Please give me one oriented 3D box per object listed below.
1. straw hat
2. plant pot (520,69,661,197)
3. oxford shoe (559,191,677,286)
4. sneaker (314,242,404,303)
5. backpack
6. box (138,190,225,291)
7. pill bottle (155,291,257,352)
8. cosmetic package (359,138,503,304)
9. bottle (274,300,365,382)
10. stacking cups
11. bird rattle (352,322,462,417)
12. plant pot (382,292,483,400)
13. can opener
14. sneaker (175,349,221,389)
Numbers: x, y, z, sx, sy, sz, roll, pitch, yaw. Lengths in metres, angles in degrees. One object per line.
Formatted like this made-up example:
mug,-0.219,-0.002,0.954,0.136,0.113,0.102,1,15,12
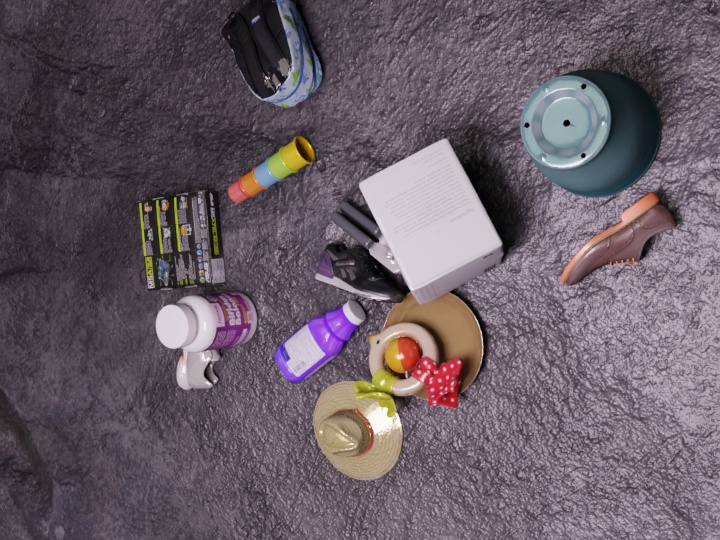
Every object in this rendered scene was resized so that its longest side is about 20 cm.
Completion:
straw hat,-0.028,0.306,1.581,0.200,0.085,0.203,1,92,31
plant pot,0.334,-0.213,1.285,0.199,0.188,0.202,2,94,31
oxford shoe,0.399,-0.032,1.324,0.200,0.071,0.073,-44,76,24
sneaker,0.000,0.000,1.550,0.199,0.076,0.088,19,95,37
backpack,-0.160,-0.409,1.607,0.163,0.153,0.201,-35,53,25
box,-0.381,-0.060,1.798,0.192,0.047,0.201,-6,90,33
pill bottle,-0.303,0.101,1.668,0.112,0.200,0.113,2,93,30
cosmetic package,0.120,-0.076,1.404,0.164,0.165,0.201,-27,76,4
bottle,-0.075,0.131,1.613,0.200,0.065,0.084,-41,73,25
stacking cups,-0.183,-0.194,1.665,0.199,0.060,0.061,-26,79,29
bird rattle,0.081,0.168,1.477,0.199,0.112,0.164,-21,66,27
plant pot,0.131,0.131,1.514,0.199,0.027,0.201,2,94,31
can opener,0.024,-0.057,1.550,0.200,0.066,0.053,39,89,32
sneaker,-0.332,0.152,1.771,0.091,0.076,0.201,3,102,23
